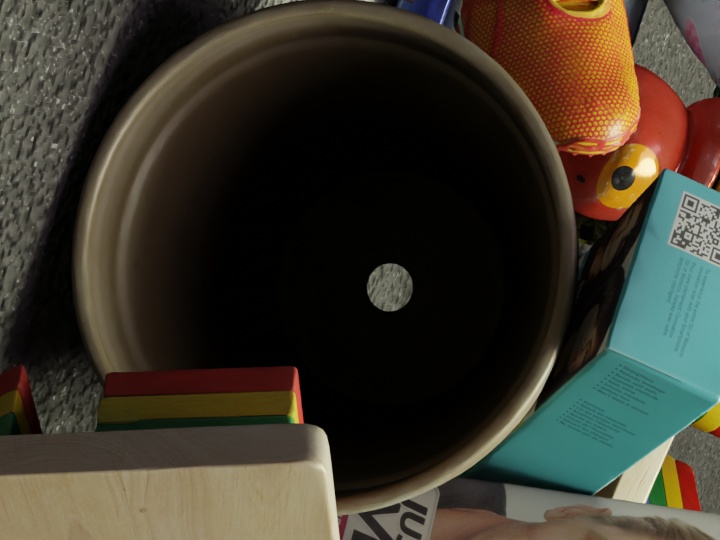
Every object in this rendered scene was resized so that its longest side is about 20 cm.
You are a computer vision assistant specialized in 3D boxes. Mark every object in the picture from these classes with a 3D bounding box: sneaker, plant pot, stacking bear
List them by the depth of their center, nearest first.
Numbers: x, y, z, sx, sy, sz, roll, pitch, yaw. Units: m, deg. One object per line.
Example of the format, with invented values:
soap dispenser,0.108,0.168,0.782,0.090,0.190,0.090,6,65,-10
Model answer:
sneaker,0.075,-0.138,0.866,0.072,0.201,0.077,-4,150,-15
plant pot,0.000,0.000,0.869,0.173,0.199,0.201,20,90,-78
stacking bear,0.176,-0.033,0.989,0.122,0.199,0.114,-58,-168,28

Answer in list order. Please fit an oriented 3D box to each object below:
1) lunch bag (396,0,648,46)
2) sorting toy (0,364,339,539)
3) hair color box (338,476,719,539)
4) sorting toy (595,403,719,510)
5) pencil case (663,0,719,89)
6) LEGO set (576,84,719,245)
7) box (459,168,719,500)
lunch bag,0.076,-0.123,1.018,0.160,0.075,0.201,11,97,-60
sorting toy,-0.102,0.116,0.756,0.070,0.197,0.201,-89,175,-47
hair color box,0.054,0.144,0.866,0.061,0.199,0.101,79,21,-57
sorting toy,0.166,0.101,1.205,0.201,0.069,0.199,-65,-172,-7
pencil case,0.196,-0.156,1.081,0.090,0.200,0.083,30,114,-35
LEGO set,0.125,-0.020,1.107,0.201,0.115,0.154,-65,-172,3
box,0.099,0.039,0.848,0.200,0.049,0.083,124,-11,-64
